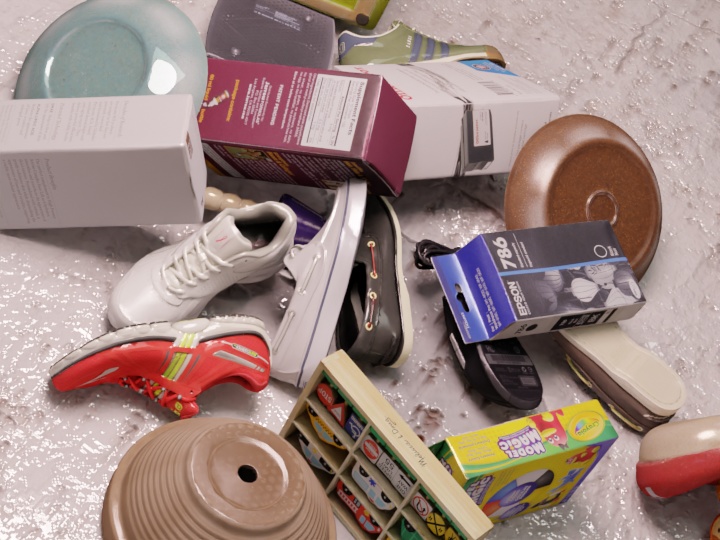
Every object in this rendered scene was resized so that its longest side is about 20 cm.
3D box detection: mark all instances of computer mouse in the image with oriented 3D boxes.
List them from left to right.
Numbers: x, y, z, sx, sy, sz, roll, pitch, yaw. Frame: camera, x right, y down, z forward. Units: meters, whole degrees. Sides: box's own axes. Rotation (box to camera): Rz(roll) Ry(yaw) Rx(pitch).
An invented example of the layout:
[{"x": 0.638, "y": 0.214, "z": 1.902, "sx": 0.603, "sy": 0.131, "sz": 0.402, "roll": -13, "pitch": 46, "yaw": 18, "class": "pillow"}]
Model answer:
[{"x": 0.129, "y": 0.059, "z": 1.665, "sx": 0.140, "sy": 0.046, "sz": 0.201, "roll": 0, "pitch": 53, "yaw": -47, "class": "computer mouse"}]

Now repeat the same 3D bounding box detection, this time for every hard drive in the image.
[{"x": -0.096, "y": -0.232, "z": 1.776, "sx": 0.134, "sy": 0.043, "sz": 0.201, "roll": 21, "pitch": 30, "yaw": -8, "class": "hard drive"}]

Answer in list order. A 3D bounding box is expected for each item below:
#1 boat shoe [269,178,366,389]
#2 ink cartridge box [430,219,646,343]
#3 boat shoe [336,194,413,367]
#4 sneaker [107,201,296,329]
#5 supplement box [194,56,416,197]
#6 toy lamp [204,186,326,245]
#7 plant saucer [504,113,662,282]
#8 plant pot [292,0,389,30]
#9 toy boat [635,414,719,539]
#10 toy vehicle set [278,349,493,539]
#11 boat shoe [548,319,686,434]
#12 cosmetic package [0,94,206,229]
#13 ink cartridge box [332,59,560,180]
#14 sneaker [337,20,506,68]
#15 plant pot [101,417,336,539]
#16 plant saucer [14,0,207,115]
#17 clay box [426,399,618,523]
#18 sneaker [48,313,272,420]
[{"x": -0.043, "y": 0.005, "z": 1.558, "sx": 0.065, "sy": 0.074, "sz": 0.202, "roll": 16, "pitch": 75, "yaw": -1, "class": "boat shoe"}, {"x": 0.173, "y": 0.009, "z": 1.639, "sx": 0.198, "sy": 0.039, "sz": 0.100, "roll": -9, "pitch": 63, "yaw": -28, "class": "ink cartridge box"}, {"x": 0.001, "y": -0.002, "z": 1.628, "sx": 0.062, "sy": 0.074, "sz": 0.203, "roll": 11, "pitch": 52, "yaw": -28, "class": "boat shoe"}, {"x": -0.141, "y": -0.012, "z": 1.533, "sx": 0.199, "sy": 0.099, "sz": 0.078, "roll": -33, "pitch": 80, "yaw": -25, "class": "sneaker"}, {"x": -0.060, "y": -0.136, "z": 1.617, "sx": 0.198, "sy": 0.110, "sz": 0.087, "roll": 8, "pitch": 77, "yaw": 22, "class": "supplement box"}, {"x": -0.130, "y": -0.063, "z": 1.633, "sx": 0.198, "sy": 0.058, "sz": 0.059, "roll": 17, "pitch": 46, "yaw": -8, "class": "toy lamp"}, {"x": 0.239, "y": -0.061, "z": 1.742, "sx": 0.198, "sy": 0.037, "sz": 0.203, "roll": 0, "pitch": 89, "yaw": -29, "class": "plant saucer"}, {"x": -0.025, "y": -0.392, "z": 1.865, "sx": 0.198, "sy": 0.200, "sz": 0.183, "roll": 20, "pitch": 45, "yaw": -10, "class": "plant pot"}, {"x": 0.355, "y": 0.209, "z": 1.603, "sx": 0.198, "sy": 0.130, "sz": 0.132, "roll": 9, "pitch": 77, "yaw": -18, "class": "toy boat"}, {"x": 0.017, "y": 0.179, "z": 1.442, "sx": 0.026, "sy": 0.125, "sz": 0.200, "roll": -26, "pitch": 66, "yaw": -40, "class": "toy vehicle set"}, {"x": 0.232, "y": 0.079, "z": 1.681, "sx": 0.200, "sy": 0.060, "sz": 0.072, "roll": 44, "pitch": 50, "yaw": 15, "class": "boat shoe"}, {"x": -0.242, "y": -0.097, "z": 1.525, "sx": 0.197, "sy": 0.102, "sz": 0.075, "roll": -2, "pitch": 48, "yaw": 4, "class": "cosmetic package"}, {"x": 0.082, "y": -0.158, "z": 1.759, "sx": 0.198, "sy": 0.085, "sz": 0.144, "roll": -6, "pitch": 24, "yaw": -29, "class": "ink cartridge box"}, {"x": 0.062, "y": -0.240, "z": 1.868, "sx": 0.198, "sy": 0.067, "sz": 0.090, "roll": -14, "pitch": 64, "yaw": -30, "class": "sneaker"}, {"x": -0.106, "y": 0.192, "z": 1.396, "sx": 0.199, "sy": 0.093, "sz": 0.202, "roll": 13, "pitch": 48, "yaw": -14, "class": "plant pot"}, {"x": -0.243, "y": -0.182, "z": 1.608, "sx": 0.198, "sy": 0.039, "sz": 0.203, "roll": -5, "pitch": 70, "yaw": 14, "class": "plant saucer"}, {"x": 0.119, "y": 0.181, "z": 1.498, "sx": 0.198, "sy": 0.115, "sz": 0.048, "roll": -12, "pitch": 58, "yaw": -32, "class": "clay box"}, {"x": -0.168, "y": 0.089, "z": 1.471, "sx": 0.198, "sy": 0.077, "sz": 0.086, "roll": -8, "pitch": 81, "yaw": -20, "class": "sneaker"}]
